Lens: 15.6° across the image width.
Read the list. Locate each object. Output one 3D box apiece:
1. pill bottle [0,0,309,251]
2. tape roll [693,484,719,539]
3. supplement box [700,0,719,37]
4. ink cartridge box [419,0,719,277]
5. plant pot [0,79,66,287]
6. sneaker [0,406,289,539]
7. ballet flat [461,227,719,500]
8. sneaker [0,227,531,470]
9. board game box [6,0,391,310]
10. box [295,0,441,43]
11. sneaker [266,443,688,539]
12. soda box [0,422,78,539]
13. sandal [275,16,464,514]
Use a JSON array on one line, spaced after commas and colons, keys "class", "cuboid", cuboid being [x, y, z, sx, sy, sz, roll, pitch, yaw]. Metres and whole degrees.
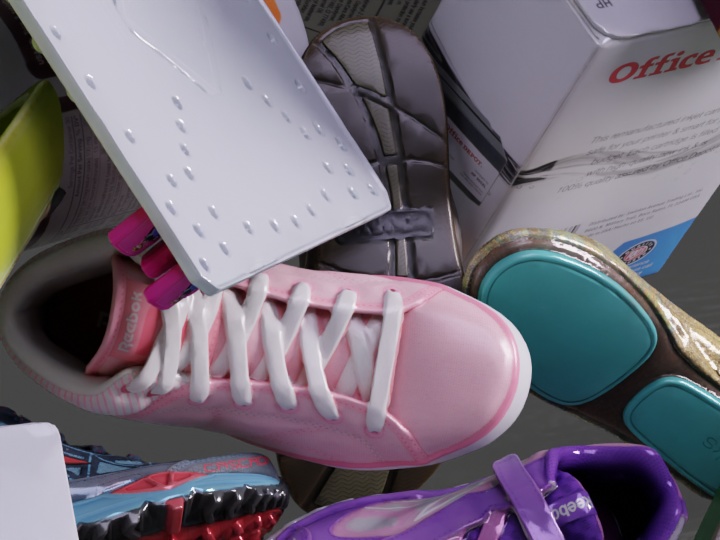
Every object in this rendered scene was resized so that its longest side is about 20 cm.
[{"class": "pill bottle", "cuboid": [-0.126, -0.066, 1.049, 0.200, 0.110, 0.110, -16, 62, -34]}, {"class": "tape roll", "cuboid": [0.170, 0.116, 0.983, 0.048, 0.201, 0.201, 25, 48, -5]}, {"class": "supplement box", "cuboid": [0.159, -0.193, 1.014, 0.085, 0.110, 0.200, -3, 52, -26]}, {"class": "ink cartridge box", "cuboid": [0.094, -0.072, 1.096, 0.144, 0.200, 0.084, -15, 62, -34]}, {"class": "plant pot", "cuboid": [-0.221, -0.021, 0.849, 0.181, 0.200, 0.199, 45, 30, -14]}, {"class": "sneaker", "cuboid": [-0.122, 0.077, 0.960, 0.200, 0.079, 0.096, -5, 55, -28]}, {"class": "ballet flat", "cuboid": [0.106, 0.030, 1.078, 0.200, 0.071, 0.071, 36, 40, -34]}, {"class": "sneaker", "cuboid": [-0.042, 0.030, 0.974, 0.200, 0.105, 0.076, 9, 87, 16]}, {"class": "board game box", "cuboid": [-0.080, -0.086, 0.939, 0.200, 0.026, 0.200, 57, 20, 2]}, {"class": "box", "cuboid": [0.050, -0.163, 1.195, 0.199, 0.128, 0.109, 18, 49, -12]}, {"class": "sneaker", "cuboid": [0.046, 0.108, 0.996, 0.200, 0.088, 0.081, -14, 76, -35]}, {"class": "soda box", "cuboid": [-0.114, 0.152, 0.831, 0.063, 0.068, 0.200, -5, 61, -19]}, {"class": "sandal", "cuboid": [0.000, 0.000, 1.058, 0.081, 0.055, 0.201, -3, 85, -8]}]
